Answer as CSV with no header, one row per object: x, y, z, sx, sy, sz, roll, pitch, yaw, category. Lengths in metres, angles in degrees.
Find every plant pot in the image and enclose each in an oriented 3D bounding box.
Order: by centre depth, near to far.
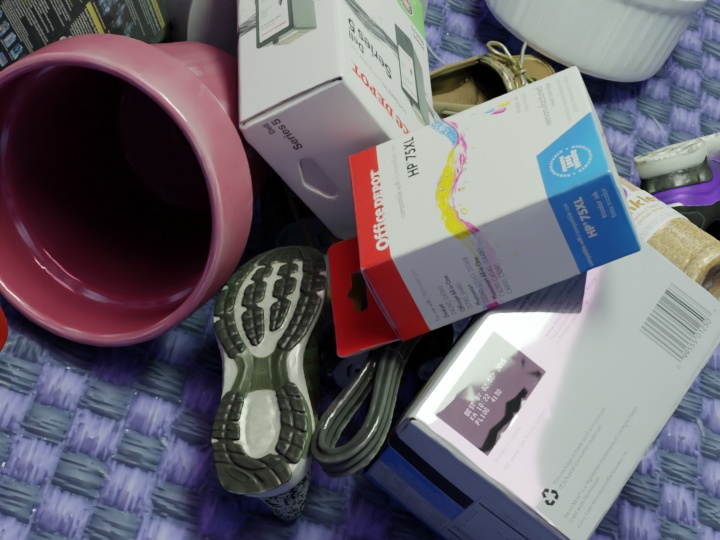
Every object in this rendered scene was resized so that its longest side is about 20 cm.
-0.148,-0.072,1.088,0.199,0.201,0.179,29,28,8,plant pot

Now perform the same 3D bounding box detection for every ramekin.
0.205,-0.254,1.421,0.199,0.098,0.201,19,31,-12,ramekin

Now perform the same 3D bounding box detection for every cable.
0.024,0.050,1.015,0.096,0.050,0.201,-10,46,19,cable

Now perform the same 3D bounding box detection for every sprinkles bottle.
0.197,-0.036,1.224,0.068,0.069,0.200,-20,43,-34,sprinkles bottle

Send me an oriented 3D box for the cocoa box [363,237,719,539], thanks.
0.118,0.080,1.021,0.133,0.131,0.200,38,64,3,cocoa box

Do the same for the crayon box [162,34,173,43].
-0.221,-0.240,1.301,0.172,0.059,0.200,-20,58,-36,crayon box

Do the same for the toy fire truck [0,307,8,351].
-0.318,0.045,0.972,0.166,0.113,0.201,-5,45,7,toy fire truck

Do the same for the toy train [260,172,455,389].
0.000,0.000,1.144,0.113,0.086,0.201,-11,54,-13,toy train

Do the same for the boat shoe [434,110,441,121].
0.043,-0.076,1.222,0.200,0.062,0.072,46,40,12,boat shoe

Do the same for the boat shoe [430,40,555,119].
0.100,-0.145,1.327,0.199,0.063,0.073,-28,61,-39,boat shoe

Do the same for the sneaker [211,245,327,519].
-0.055,0.074,1.046,0.076,0.089,0.201,-2,53,12,sneaker

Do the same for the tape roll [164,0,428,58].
-0.050,-0.209,1.230,0.198,0.202,0.066,-5,38,-25,tape roll

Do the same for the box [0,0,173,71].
-0.213,-0.172,1.101,0.049,0.200,0.161,37,76,18,box

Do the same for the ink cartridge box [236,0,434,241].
-0.016,-0.145,1.104,0.146,0.083,0.201,46,30,-45,ink cartridge box

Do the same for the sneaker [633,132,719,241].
0.281,-0.058,1.315,0.200,0.069,0.101,-19,95,-58,sneaker

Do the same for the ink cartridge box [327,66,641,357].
0.061,-0.035,0.985,0.198,0.067,0.117,-21,38,11,ink cartridge box
